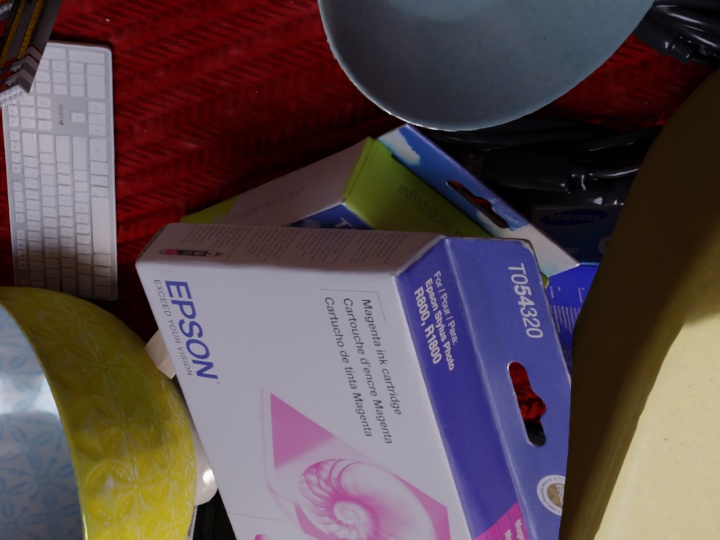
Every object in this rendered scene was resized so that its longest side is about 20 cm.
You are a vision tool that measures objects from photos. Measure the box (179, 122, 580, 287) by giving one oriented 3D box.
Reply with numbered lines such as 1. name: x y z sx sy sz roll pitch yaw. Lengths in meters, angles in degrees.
1. box: 0.000 0.000 1.416 0.122 0.048 0.200 37 150 -22

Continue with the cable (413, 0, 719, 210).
1. cable: 0.106 -0.096 1.308 0.199 0.051 0.163 -1 135 26

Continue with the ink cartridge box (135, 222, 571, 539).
1. ink cartridge box: 0.008 0.069 1.377 0.199 0.043 0.197 3 127 31

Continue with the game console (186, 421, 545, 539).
1. game console: -0.010 0.144 1.596 0.176 0.116 0.201 32 126 33

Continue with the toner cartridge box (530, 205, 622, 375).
1. toner cartridge box: 0.143 0.045 1.469 0.095 0.043 0.200 2 141 14

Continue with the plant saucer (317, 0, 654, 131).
1. plant saucer: 0.054 -0.157 1.175 0.039 0.201 0.201 38 163 44

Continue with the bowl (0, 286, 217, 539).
1. bowl: -0.139 0.097 1.538 0.107 0.200 0.200 -13 150 -26

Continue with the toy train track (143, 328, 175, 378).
1. toy train track: -0.031 0.098 1.483 0.200 0.033 0.115 39 122 -4

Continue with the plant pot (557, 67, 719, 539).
1. plant pot: 0.202 0.018 1.230 0.194 0.196 0.200 11 124 -1

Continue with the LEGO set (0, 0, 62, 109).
1. LEGO set: -0.229 -0.132 1.301 0.153 0.116 0.200 -14 134 31

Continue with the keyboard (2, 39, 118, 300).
1. keyboard: -0.153 -0.049 1.468 0.056 0.011 0.200 10 142 4
